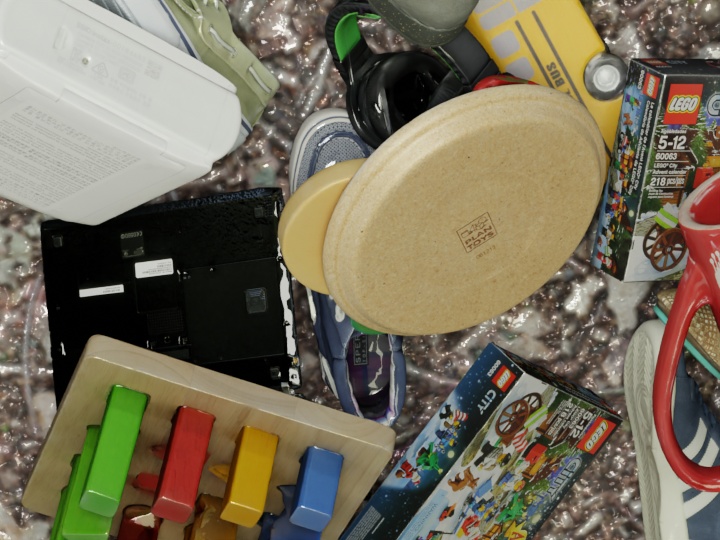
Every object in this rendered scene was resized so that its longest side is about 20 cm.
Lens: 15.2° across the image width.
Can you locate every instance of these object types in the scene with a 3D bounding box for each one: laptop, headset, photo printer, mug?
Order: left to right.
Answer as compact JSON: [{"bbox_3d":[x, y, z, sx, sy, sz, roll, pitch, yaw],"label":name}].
[{"bbox_3d":[-0.187,-0.095,1.624,0.166,0.200,0.070,27,66,-24],"label":"photo printer"},{"bbox_3d":[-0.098,0.058,1.732,0.177,0.103,0.200,-8,85,24],"label":"laptop"},{"bbox_3d":[0.042,-0.091,1.693,0.094,0.123,0.200,-51,131,-23],"label":"headset"},{"bbox_3d":[0.267,0.043,1.660,0.177,0.133,0.200,-34,111,-24],"label":"mug"}]

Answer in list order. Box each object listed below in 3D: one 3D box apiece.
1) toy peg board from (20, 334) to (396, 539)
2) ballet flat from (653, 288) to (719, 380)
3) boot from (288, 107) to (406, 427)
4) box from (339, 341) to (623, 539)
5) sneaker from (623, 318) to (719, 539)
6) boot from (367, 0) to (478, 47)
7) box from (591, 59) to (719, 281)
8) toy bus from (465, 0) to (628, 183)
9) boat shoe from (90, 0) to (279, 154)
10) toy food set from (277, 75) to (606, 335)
[{"bbox_3d":[-0.107,0.158,1.696,0.199,0.098,0.200,18,144,-9],"label":"toy peg board"},{"bbox_3d":[0.259,0.053,1.777,0.065,0.071,0.200,-37,141,9],"label":"ballet flat"},{"bbox_3d":[0.000,0.000,1.732,0.073,0.090,0.200,-11,109,-6],"label":"boot"},{"bbox_3d":[0.072,0.151,1.782,0.200,0.038,0.137,-53,143,9],"label":"box"},{"bbox_3d":[0.231,0.118,1.821,0.084,0.075,0.200,-12,117,-6],"label":"sneaker"},{"bbox_3d":[0.002,-0.221,1.561,0.200,0.131,0.068,36,67,1],"label":"boot"},{"bbox_3d":[0.249,-0.065,1.737,0.200,0.038,0.137,-3,112,-33],"label":"box"},{"bbox_3d":[0.112,-0.150,1.719,0.078,0.065,0.200,-31,110,2],"label":"toy bus"},{"bbox_3d":[-0.111,-0.146,1.652,0.062,0.072,0.200,-51,148,-10],"label":"boat shoe"},{"bbox_3d":[0.060,-0.036,1.646,0.200,0.049,0.198,-42,139,9],"label":"toy food set"}]
